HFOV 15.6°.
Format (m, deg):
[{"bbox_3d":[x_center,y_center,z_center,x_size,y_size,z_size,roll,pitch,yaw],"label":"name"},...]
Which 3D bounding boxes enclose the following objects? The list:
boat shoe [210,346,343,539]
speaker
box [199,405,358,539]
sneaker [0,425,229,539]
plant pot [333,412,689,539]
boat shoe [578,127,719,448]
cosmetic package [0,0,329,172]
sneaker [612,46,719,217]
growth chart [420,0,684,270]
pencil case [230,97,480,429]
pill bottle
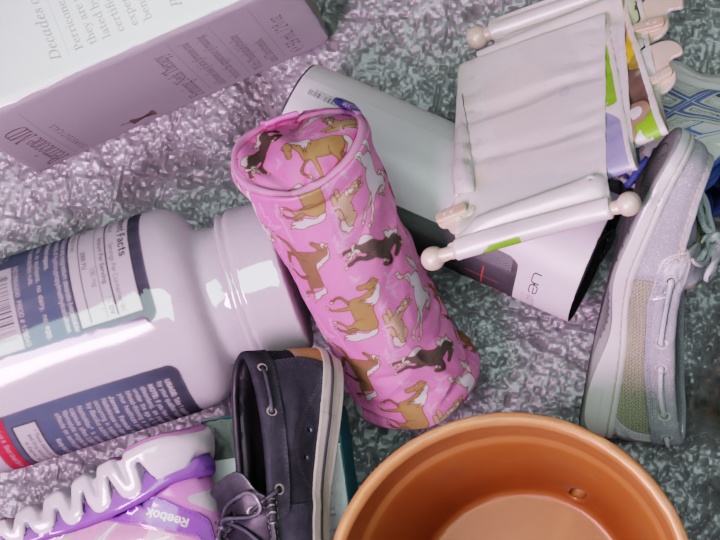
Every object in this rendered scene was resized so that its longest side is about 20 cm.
[{"bbox_3d":[-0.051,0.133,1.420,0.062,0.075,0.200,13,67,-18],"label":"boat shoe"},{"bbox_3d":[0.049,-0.045,1.517,0.200,0.081,0.081,24,86,9],"label":"speaker"},{"bbox_3d":[-0.037,0.180,1.513,0.082,0.049,0.200,-8,82,6],"label":"box"},{"bbox_3d":[-0.154,0.166,1.488,0.200,0.080,0.089,-29,83,22],"label":"sneaker"},{"bbox_3d":[0.086,0.182,1.453,0.200,0.140,0.201,-1,83,6],"label":"plant pot"},{"bbox_3d":[0.169,0.012,1.461,0.065,0.074,0.202,13,122,4],"label":"boat shoe"},{"bbox_3d":[-0.147,-0.180,1.513,0.200,0.167,0.167,-24,81,4],"label":"cosmetic package"},{"bbox_3d":[0.173,-0.073,1.492,0.200,0.075,0.088,3,47,9],"label":"sneaker"},{"bbox_3d":[0.110,-0.090,1.456,0.144,0.018,0.200,-11,45,23],"label":"growth chart"},{"bbox_3d":[0.000,0.000,1.462,0.083,0.200,0.087,6,47,37],"label":"pencil case"},{"bbox_3d":[-0.134,0.032,1.509,0.200,0.120,0.120,-17,81,4],"label":"pill bottle"}]
